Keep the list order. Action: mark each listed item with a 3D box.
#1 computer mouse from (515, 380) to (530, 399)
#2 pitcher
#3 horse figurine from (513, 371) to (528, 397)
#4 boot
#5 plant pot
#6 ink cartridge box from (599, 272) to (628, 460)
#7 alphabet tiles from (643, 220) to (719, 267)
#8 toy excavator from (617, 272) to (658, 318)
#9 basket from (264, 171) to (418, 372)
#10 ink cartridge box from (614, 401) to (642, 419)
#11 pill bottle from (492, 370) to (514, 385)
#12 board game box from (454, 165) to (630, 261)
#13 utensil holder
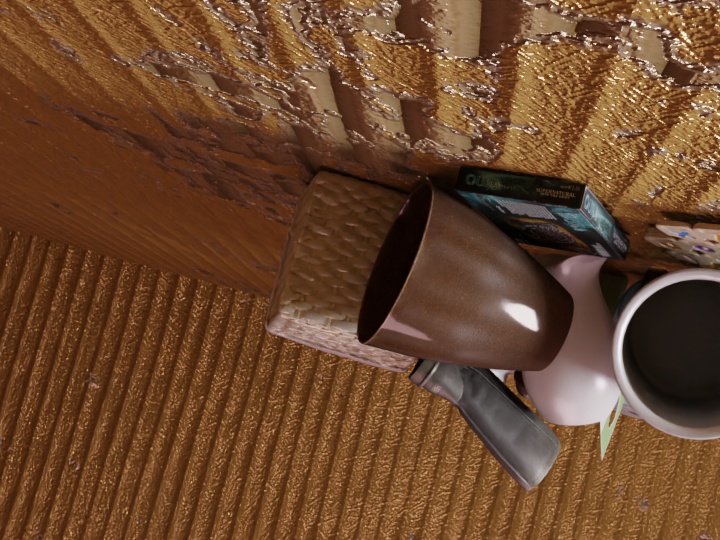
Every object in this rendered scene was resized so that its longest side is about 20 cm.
[{"bbox_3d":[0.275,0.090,1.496,0.058,0.201,0.034,30,162,20],"label":"computer mouse"},{"bbox_3d":[0.233,0.072,1.320,0.120,0.203,0.171,-11,-170,-35],"label":"pitcher"},{"bbox_3d":[0.246,0.070,1.442,0.050,0.201,0.133,33,171,6],"label":"horse figurine"},{"bbox_3d":[0.166,0.145,1.344,0.199,0.182,0.073,36,137,0],"label":"boot"},{"bbox_3d":[0.124,0.028,1.197,0.198,0.189,0.187,22,172,-10],"label":"plant pot"},{"bbox_3d":[0.317,0.127,1.463,0.047,0.146,0.202,10,128,23],"label":"ink cartridge box"},{"bbox_3d":[0.388,-0.018,1.096,0.199,0.015,0.195,8,169,46],"label":"alphabet tiles"},{"bbox_3d":[0.422,0.067,1.445,0.192,0.101,0.200,18,-174,-2],"label":"toy excavator"},{"bbox_3d":[0.000,0.000,1.350,0.198,0.200,0.161,16,169,-4],"label":"basket"},{"bbox_3d":[0.486,0.169,1.806,0.143,0.147,0.200,12,171,27],"label":"ink cartridge box"},{"bbox_3d":[0.177,0.076,1.520,0.114,0.202,0.116,14,173,2],"label":"pill bottle"},{"bbox_3d":[0.195,-0.057,1.152,0.134,0.028,0.200,11,171,28],"label":"board game box"},{"bbox_3d":[0.359,0.079,1.186,0.168,0.172,0.200,13,-174,14],"label":"utensil holder"}]
